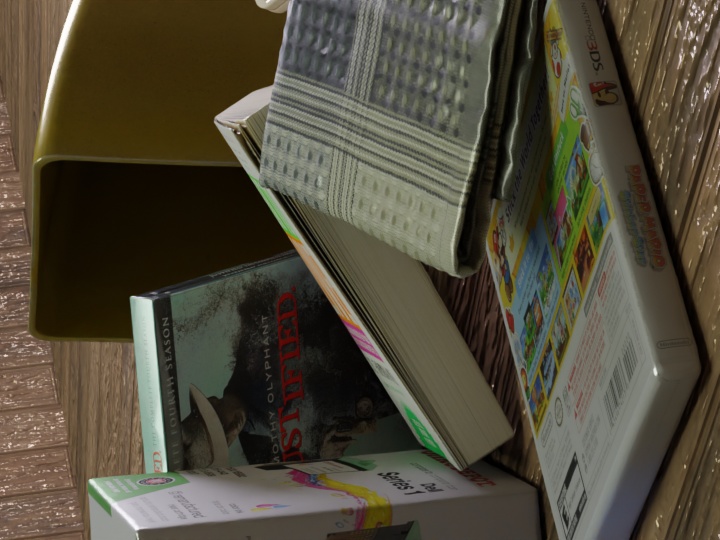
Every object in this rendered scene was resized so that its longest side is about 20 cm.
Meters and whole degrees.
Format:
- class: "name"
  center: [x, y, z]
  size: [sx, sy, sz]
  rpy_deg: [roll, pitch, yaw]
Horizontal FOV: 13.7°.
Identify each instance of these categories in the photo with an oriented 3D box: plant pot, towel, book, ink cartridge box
- class: "plant pot"
  center: [-0.091, -0.082, 1.742]
  size: [0.200, 0.199, 0.177]
  rpy_deg: [102, 167, -58]
- class: "towel"
  center: [0.023, -0.106, 1.320]
  size: [0.200, 0.034, 0.193]
  rpy_deg: [28, 110, 59]
- class: "book"
  center: [0.000, 0.000, 1.496]
  size: [0.200, 0.048, 0.134]
  rpy_deg: [57, 173, -7]
- class: "ink cartridge box"
  center: [-0.023, 0.144, 1.471]
  size: [0.145, 0.199, 0.084]
  rpy_deg: [-159, 66, -74]

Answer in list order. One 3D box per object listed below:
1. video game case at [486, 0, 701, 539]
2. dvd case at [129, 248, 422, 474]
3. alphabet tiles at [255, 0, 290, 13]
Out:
- class: "video game case"
  center: [0.094, 0.011, 1.269]
  size: [0.200, 0.023, 0.183]
  rpy_deg: [101, 159, -59]
- class: "dvd case"
  center: [-0.040, 0.064, 1.595]
  size: [0.022, 0.200, 0.147]
  rpy_deg: [6, 105, 42]
- class: "alphabet tiles"
  center: [0.002, -0.200, 1.401]
  size: [0.200, 0.015, 0.196]
  rpy_deg: [-30, 58, 52]
